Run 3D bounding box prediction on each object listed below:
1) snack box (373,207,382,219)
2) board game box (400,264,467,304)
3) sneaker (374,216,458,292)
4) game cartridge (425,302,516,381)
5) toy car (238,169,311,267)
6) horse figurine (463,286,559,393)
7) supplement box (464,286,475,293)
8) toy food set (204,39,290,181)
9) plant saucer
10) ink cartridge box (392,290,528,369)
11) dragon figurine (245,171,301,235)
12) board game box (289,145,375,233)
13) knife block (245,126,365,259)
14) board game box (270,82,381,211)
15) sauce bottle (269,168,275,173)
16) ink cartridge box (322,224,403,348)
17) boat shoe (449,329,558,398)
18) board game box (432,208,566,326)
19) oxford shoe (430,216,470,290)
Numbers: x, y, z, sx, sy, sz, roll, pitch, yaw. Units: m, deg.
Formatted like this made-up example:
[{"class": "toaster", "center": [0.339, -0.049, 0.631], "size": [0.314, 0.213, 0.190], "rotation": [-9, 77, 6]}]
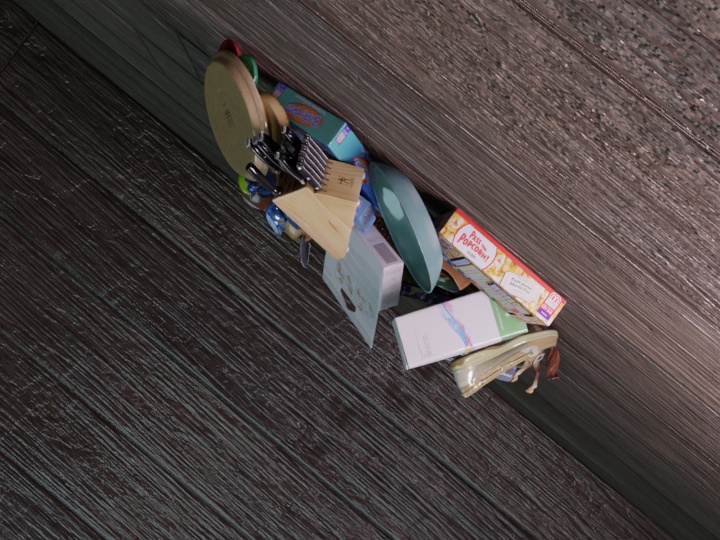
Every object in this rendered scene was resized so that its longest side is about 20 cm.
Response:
[{"class": "snack box", "center": [-0.030, -0.164, 1.635], "size": [0.199, 0.024, 0.072], "rotation": [40, 175, -4]}, {"class": "board game box", "center": [0.107, 0.016, 1.698], "size": [0.197, 0.033, 0.121], "rotation": [17, -150, -37]}, {"class": "sneaker", "center": [0.103, -0.023, 1.664], "size": [0.199, 0.068, 0.090], "rotation": [33, 169, 33]}, {"class": "game cartridge", "center": [0.204, 0.115, 1.721], "size": [0.196, 0.134, 0.041], "rotation": [20, 142, 16]}, {"class": "toy car", "center": [-0.132, -0.105, 1.750], "size": [0.164, 0.154, 0.205], "rotation": [-81, -24, -85]}, {"class": "horse figurine", "center": [0.264, 0.125, 1.635], "size": [0.197, 0.135, 0.050], "rotation": [22, 167, 22]}, {"class": "supplement box", "center": [0.146, 0.026, 1.836], "size": [0.199, 0.069, 0.067], "rotation": [40, 177, 11]}, {"class": "toy food set", "center": [-0.174, -0.232, 1.394], "size": [0.201, 0.048, 0.200], "rotation": [64, 154, 10]}, {"class": "plant saucer", "center": [0.070, -0.067, 1.344], "size": [0.200, 0.035, 0.203], "rotation": [91, 155, -77]}, {"class": "ink cartridge box", "center": [0.153, 0.090, 1.509], "size": [0.145, 0.196, 0.089], "rotation": [76, 176, -84]}, {"class": "dragon figurine", "center": [-0.123, -0.099, 1.616], "size": [0.058, 0.099, 0.203], "rotation": [-12, 113, 40]}, {"class": "board game box", "center": [-0.065, -0.141, 1.505], "size": [0.199, 0.037, 0.151], "rotation": [39, 178, 7]}, {"class": "knife block", "center": [-0.086, -0.112, 1.343], "size": [0.172, 0.065, 0.201], "rotation": [14, 147, -1]}, {"class": "board game box", "center": [-0.043, -0.183, 1.421], "size": [0.151, 0.045, 0.200], "rotation": [37, 174, 35]}, {"class": "sauce bottle", "center": [-0.188, -0.260, 1.639], "size": [0.201, 0.066, 0.066], "rotation": [51, 177, 8]}, {"class": "ink cartridge box", "center": [0.000, 0.000, 1.632], "size": [0.201, 0.044, 0.179], "rotation": [53, 147, 41]}, {"class": "boat shoe", "center": [0.238, 0.146, 1.525], "size": [0.073, 0.197, 0.064], "rotation": [-31, 76, 63]}, {"class": "board game box", "center": [0.185, -0.002, 1.355], "size": [0.199, 0.047, 0.151], "rotation": [40, 175, -5]}, {"class": "oxford shoe", "center": [0.100, -0.045, 1.483], "size": [0.199, 0.072, 0.071], "rotation": [39, 178, 20]}]
